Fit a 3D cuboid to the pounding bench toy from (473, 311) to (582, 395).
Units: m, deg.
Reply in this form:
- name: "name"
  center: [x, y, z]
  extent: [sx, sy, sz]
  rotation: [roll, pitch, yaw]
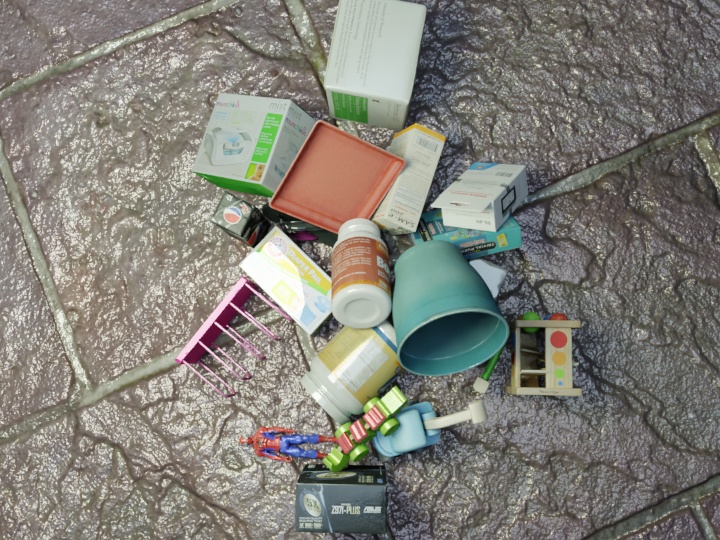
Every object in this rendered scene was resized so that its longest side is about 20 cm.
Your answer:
- name: "pounding bench toy"
  center: [0.316, 0.161, 1.436]
  extent: [0.198, 0.124, 0.158]
  rotation: [1, 83, 1]

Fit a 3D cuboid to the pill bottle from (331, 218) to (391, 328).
- name: "pill bottle"
  center: [0.000, 0.000, 1.390]
  extent: [0.111, 0.113, 0.201]
  rotation: [-2, 47, 0]

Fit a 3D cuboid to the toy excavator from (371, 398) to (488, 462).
- name: "toy excavator"
  center: [0.123, 0.293, 1.387]
  extent: [0.192, 0.200, 0.101]
  rotation: [-13, 82, -15]

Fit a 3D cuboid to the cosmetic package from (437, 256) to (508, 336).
- name: "cosmetic package"
  center: [0.211, 0.077, 1.458]
  extent: [0.089, 0.107, 0.202]
  rotation: [21, 82, 3]

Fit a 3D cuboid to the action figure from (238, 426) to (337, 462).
- name: "action figure"
  center: [-0.143, 0.344, 1.460]
  extent: [0.198, 0.052, 0.066]
  rotation: [4, 87, 4]

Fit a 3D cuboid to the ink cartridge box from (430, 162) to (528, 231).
- name: "ink cartridge box"
  center: [0.232, -0.136, 1.429]
  extent: [0.115, 0.200, 0.068]
  rotation: [9, 126, 34]

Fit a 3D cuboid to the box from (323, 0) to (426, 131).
- name: "box"
  center: [0.030, -0.411, 1.474]
  extent: [0.169, 0.199, 0.202]
  rotation: [10, 85, 2]

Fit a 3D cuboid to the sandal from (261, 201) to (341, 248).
- name: "sandal"
  center: [-0.102, -0.083, 1.468]
  extent: [0.199, 0.075, 0.048]
  rotation: [22, 54, -17]

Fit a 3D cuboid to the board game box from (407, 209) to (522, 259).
- name: "board game box"
  center: [0.200, -0.077, 1.457]
  extent: [0.198, 0.151, 0.047]
  rotation: [-13, 119, 0]

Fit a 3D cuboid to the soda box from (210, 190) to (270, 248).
- name: "soda box"
  center: [-0.230, -0.093, 1.436]
  extent: [0.070, 0.200, 0.064]
  rotation: [27, 86, 4]

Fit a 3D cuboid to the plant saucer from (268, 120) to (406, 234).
- name: "plant saucer"
  center: [-0.046, -0.174, 1.400]
  extent: [0.198, 0.037, 0.201]
  rotation: [20, 121, -27]

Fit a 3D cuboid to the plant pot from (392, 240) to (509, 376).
- name: "plant pot"
  center: [0.145, 0.056, 1.326]
  extent: [0.198, 0.201, 0.189]
  rotation: [-12, 52, -1]

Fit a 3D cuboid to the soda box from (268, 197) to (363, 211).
- name: "soda box"
  center: [-0.088, -0.146, 1.510]
  extent: [0.198, 0.063, 0.069]
  rotation: [-2, 82, 1]

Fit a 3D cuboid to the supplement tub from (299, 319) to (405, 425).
- name: "supplement tub"
  center: [-0.006, 0.184, 1.428]
  extent: [0.200, 0.145, 0.145]
  rotation: [-45, 84, -4]

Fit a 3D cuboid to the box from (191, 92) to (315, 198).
- name: "box"
  center: [-0.212, -0.248, 1.469]
  extent: [0.199, 0.096, 0.178]
  rotation: [15, 83, 34]

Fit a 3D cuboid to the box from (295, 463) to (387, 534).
- name: "box"
  center: [-0.032, 0.419, 1.370]
  extent: [0.162, 0.200, 0.087]
  rotation: [1, 85, 1]

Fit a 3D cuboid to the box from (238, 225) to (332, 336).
- name: "box"
  center: [-0.131, 0.023, 1.470]
  extent: [0.200, 0.101, 0.113]
  rotation: [43, 86, 5]

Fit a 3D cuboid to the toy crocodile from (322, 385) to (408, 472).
- name: "toy crocodile"
  center: [0.008, 0.293, 1.363]
  extent: [0.200, 0.062, 0.068]
  rotation: [-44, 64, 13]

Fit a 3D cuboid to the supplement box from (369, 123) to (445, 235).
- name: "supplement box"
  center: [0.088, -0.178, 1.474]
  extent: [0.073, 0.126, 0.202]
  rotation: [21, 83, -17]

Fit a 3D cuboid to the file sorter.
- name: "file sorter"
  center: [-0.236, 0.135, 1.439]
  extent: [0.125, 0.139, 0.201]
  rotation: [38, 85, 4]
